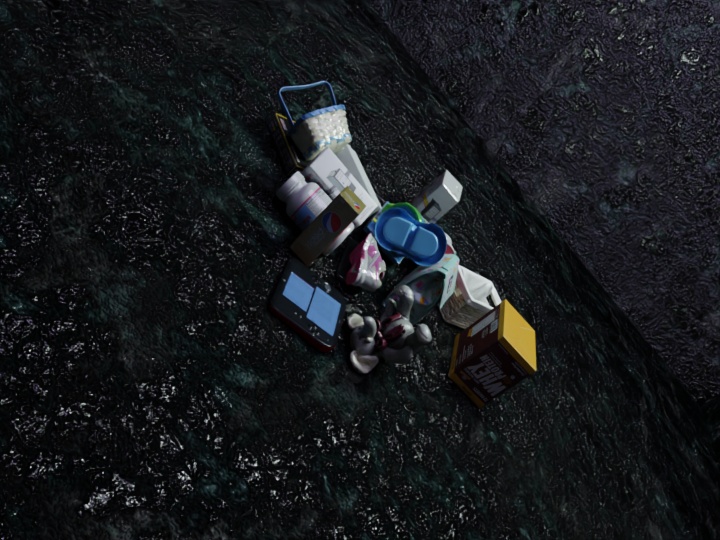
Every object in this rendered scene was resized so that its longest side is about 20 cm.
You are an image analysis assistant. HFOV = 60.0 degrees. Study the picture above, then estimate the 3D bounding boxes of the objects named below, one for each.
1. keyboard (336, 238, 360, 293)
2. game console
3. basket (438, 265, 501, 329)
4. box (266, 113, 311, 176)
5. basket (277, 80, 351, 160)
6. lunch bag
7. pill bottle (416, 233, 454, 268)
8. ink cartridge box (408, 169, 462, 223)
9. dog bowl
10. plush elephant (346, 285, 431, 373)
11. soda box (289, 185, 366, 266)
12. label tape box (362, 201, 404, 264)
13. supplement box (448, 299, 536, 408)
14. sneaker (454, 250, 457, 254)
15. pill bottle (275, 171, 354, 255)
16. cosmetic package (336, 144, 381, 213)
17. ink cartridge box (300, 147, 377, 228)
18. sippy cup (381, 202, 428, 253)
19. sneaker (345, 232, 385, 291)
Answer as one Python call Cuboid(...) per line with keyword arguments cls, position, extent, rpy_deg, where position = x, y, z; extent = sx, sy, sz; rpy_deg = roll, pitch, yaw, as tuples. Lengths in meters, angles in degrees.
Cuboid(cls="keyboard", position=(0.000, 0.000, 1.657), extent=(0.126, 0.021, 0.201), rpy_deg=(38, 31, -11))
Cuboid(cls="game console", position=(-0.112, 0.074, 1.396), extent=(0.176, 0.031, 0.202), rpy_deg=(42, 29, -17))
Cuboid(cls="basket", position=(0.331, 0.094, 1.915), extent=(0.198, 0.123, 0.138), rpy_deg=(23, 38, -42))
Cuboid(cls="box", position=(-0.169, -0.339, 1.781), extent=(0.158, 0.049, 0.203), rpy_deg=(15, 44, -50))
Cuboid(cls="basket", position=(-0.126, -0.416, 1.714), extent=(0.173, 0.138, 0.205), rpy_deg=(-19, 90, -32))
Cuboid(cls="lunch bag", position=(0.180, 0.046, 1.673), extent=(0.123, 0.199, 0.170), rpy_deg=(50, 28, 3))
Cuboid(cls="pill bottle", position=(0.223, -0.021, 1.852), extent=(0.112, 0.112, 0.202), rpy_deg=(38, 38, -20))
Cuboid(cls="ink cartridge box", position=(0.233, -0.219, 2.060), extent=(0.085, 0.199, 0.148), rpy_deg=(43, 28, -10))
Cuboid(cls="dog bowl", position=(0.132, -0.086, 1.643), extent=(0.196, 0.114, 0.050), rpy_deg=(25, -1, 5))
Cuboid(cls="plush elephant", position=(0.044, 0.146, 1.423), extent=(0.151, 0.202, 0.167), rpy_deg=(3, 47, -24))
Cuboid(cls="soda box", position=(-0.079, -0.103, 1.472), extent=(0.068, 0.200, 0.064), rpy_deg=(44, 29, -5))
Cuboid(cls="label tape box", position=(0.080, -0.101, 1.844), extent=(0.144, 0.066, 0.201), rpy_deg=(47, 34, -6))
Cuboid(cls="supplement box", position=(0.365, 0.228, 1.725), extent=(0.133, 0.199, 0.198), rpy_deg=(44, 29, -9))
Cuboid(cls="sneaker", position=(0.247, -0.057, 2.027), extent=(0.088, 0.075, 0.199), rpy_deg=(51, 28, 13))
Cuboid(cls="pill bottle", position=(-0.116, -0.145, 1.565), extent=(0.200, 0.108, 0.109), rpy_deg=(46, 28, -6))
Cuboid(cls="cosmetic package", position=(-0.022, -0.260, 1.814), extent=(0.204, 0.080, 0.113), rpy_deg=(64, 11, 15))
Cuboid(cls="ink cartridge box", position=(-0.070, -0.203, 1.638), extent=(0.201, 0.145, 0.084), rpy_deg=(48, 66, -10))
Cuboid(cls="sippy cup", position=(0.137, -0.109, 1.757), extent=(0.129, 0.137, 0.183), rpy_deg=(14, 70, -57))
Cuboid(cls="sneaker", position=(0.022, -0.015, 1.613), extent=(0.087, 0.081, 0.202), rpy_deg=(34, 40, -17))
